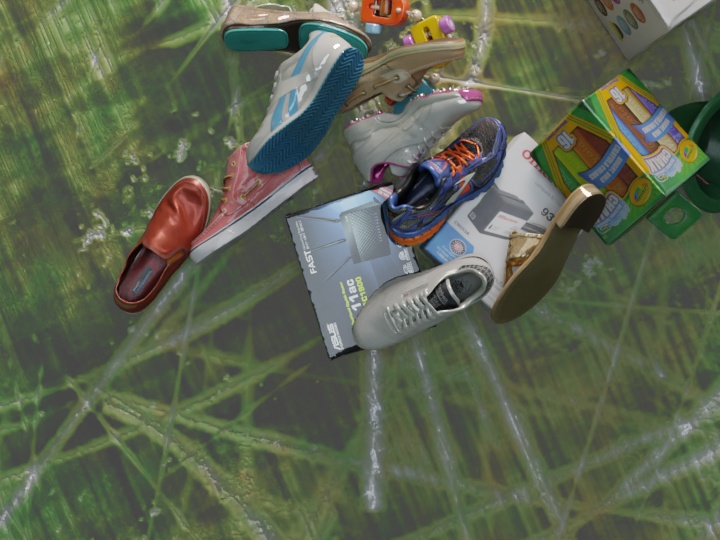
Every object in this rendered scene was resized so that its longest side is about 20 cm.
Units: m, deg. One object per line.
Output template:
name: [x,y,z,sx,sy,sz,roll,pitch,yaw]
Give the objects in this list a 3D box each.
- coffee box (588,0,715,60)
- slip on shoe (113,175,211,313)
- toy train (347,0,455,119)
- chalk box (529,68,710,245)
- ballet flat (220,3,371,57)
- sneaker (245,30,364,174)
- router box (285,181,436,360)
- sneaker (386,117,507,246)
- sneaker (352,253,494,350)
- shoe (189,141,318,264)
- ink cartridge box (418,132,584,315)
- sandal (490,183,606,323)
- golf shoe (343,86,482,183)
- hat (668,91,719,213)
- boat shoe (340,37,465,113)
coffee box: [0.387,-0.417,1.647,0.199,0.198,0.200,-34,90,-4]
slip on shoe: [-0.257,-0.033,1.694,0.074,0.061,0.201,33,88,0]
toy train: [0.057,-0.277,1.711,0.149,0.056,0.202,7,101,24]
chalk box: [0.336,-0.123,1.620,0.200,0.125,0.124,50,48,8]
ballet flat: [-0.082,-0.319,1.697,0.198,0.068,0.068,7,51,-2]
sneaker: [-0.080,-0.210,1.649,0.200,0.076,0.081,-52,54,4]
router box: [0.000,0.000,1.702,0.149,0.062,0.202,-18,91,-1]
sneaker: [0.109,-0.117,1.630,0.075,0.079,0.200,39,82,29]
sneaker: [0.075,0.041,1.626,0.199,0.081,0.077,-31,98,11]
shoe: [-0.158,-0.099,1.695,0.200,0.071,0.091,-38,90,-7]
ink cartridge box: [0.196,-0.057,1.698,0.145,0.084,0.200,41,89,-1]
sandal: [0.220,-0.034,1.627,0.212,0.077,0.070,-55,49,23]
golf shoe: [0.073,-0.170,1.646,0.199,0.075,0.092,-18,82,34]
hat: [0.422,-0.186,1.740,0.200,0.176,0.166,33,87,-40]
boat shoe: [0.051,-0.248,1.654,0.199,0.071,0.065,-11,98,36]
